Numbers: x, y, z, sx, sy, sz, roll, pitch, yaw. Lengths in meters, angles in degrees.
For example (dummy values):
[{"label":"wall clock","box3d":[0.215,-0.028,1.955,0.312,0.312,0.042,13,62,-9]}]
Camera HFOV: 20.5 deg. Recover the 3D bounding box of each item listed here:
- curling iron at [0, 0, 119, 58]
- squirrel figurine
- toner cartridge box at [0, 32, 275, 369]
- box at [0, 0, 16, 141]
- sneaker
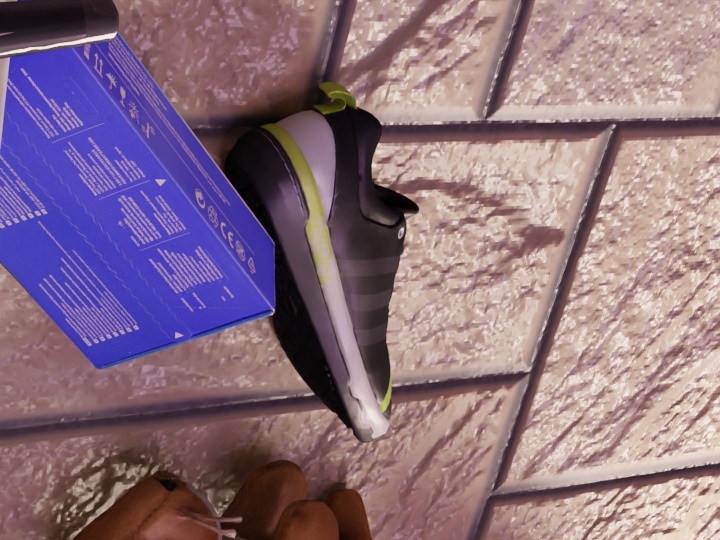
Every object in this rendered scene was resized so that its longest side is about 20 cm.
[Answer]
[{"label":"curling iron","box3d":[-0.160,-0.051,0.557,0.199,0.026,0.050,-18,90,-29]},{"label":"squirrel figurine","box3d":[-0.076,0.193,1.010,0.186,0.142,0.201,18,107,-36]},{"label":"toner cartridge box","box3d":[-0.120,-0.040,0.842,0.094,0.043,0.200,-16,138,17]},{"label":"box","box3d":[-0.231,-0.074,0.652,0.170,0.199,0.202,-7,123,-32]},{"label":"sneaker","box3d":[0.000,0.000,0.966,0.082,0.072,0.201,-31,134,-16]}]
